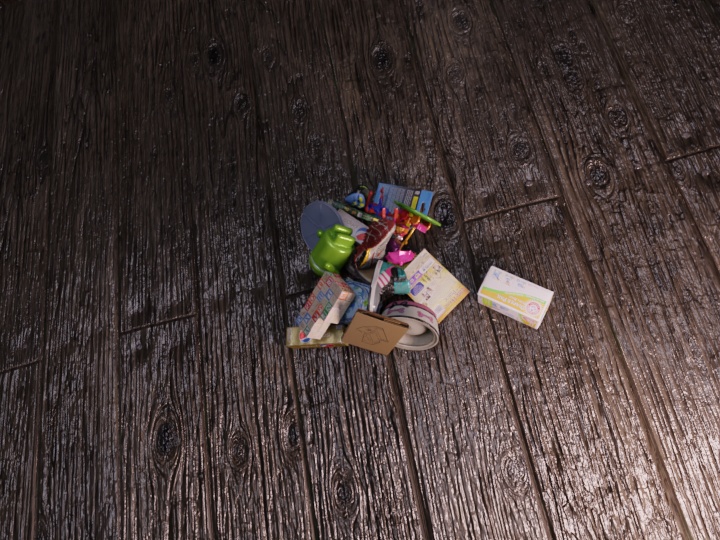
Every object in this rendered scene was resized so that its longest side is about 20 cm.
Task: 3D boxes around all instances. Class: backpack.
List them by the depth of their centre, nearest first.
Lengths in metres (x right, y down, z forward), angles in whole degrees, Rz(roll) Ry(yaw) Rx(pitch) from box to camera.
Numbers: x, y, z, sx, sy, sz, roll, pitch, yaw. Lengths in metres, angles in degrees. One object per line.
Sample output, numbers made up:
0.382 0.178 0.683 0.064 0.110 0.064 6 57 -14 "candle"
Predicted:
-0.029 0.105 1.673 0.200 0.154 0.163 13 78 18 "backpack"

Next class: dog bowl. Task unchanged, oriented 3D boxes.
0.148 0.167 1.595 0.200 0.200 0.074 4 54 16 "dog bowl"

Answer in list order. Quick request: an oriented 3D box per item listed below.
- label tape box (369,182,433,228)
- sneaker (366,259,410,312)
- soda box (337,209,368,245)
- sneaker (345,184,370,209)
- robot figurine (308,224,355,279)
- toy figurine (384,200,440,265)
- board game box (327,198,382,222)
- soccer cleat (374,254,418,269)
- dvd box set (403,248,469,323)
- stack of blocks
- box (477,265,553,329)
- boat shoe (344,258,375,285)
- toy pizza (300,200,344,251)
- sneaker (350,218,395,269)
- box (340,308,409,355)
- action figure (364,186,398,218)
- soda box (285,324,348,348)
0.144 -0.213 1.787 0.200 0.063 0.145 13 78 19 "label tape box"
0.090 0.059 1.581 0.120 0.084 0.200 12 50 5 "sneaker"
-0.011 -0.132 1.801 0.200 0.064 0.068 35 83 22 "soda box"
-0.007 -0.258 1.768 0.071 0.200 0.083 18 94 3 "sneaker"
-0.095 -0.058 1.707 0.200 0.116 0.176 -53 39 35 "robot figurine"
0.134 -0.112 1.669 0.200 0.150 0.184 36 101 49 "toy figurine"
-0.023 -0.203 1.762 0.200 0.105 0.024 32 101 52 "board game box"
0.136 -0.025 1.727 0.200 0.065 0.084 -21 66 7 "soccer cleat"
0.226 0.050 1.650 0.200 0.029 0.146 43 97 3 "dvd box set"
-0.112 0.118 1.616 0.200 0.059 0.115 -57 45 16 "stack of blocks"
0.470 0.083 1.577 0.200 0.113 0.101 25 80 20 "box"
0.000 0.000 1.735 0.072 0.065 0.200 -14 39 -34 "boat shoe"
-0.129 -0.145 1.806 0.200 0.032 0.201 13 113 34 "toy pizza"
0.048 -0.084 1.642 0.200 0.082 0.078 -50 52 30 "sneaker"
0.039 0.191 1.582 0.163 0.200 0.021 18 55 -7 "box"
0.063 -0.226 1.691 0.065 0.200 0.099 1 100 -20 "action figure"
-0.143 0.220 1.713 0.200 0.068 0.064 -4 71 13 "soda box"
